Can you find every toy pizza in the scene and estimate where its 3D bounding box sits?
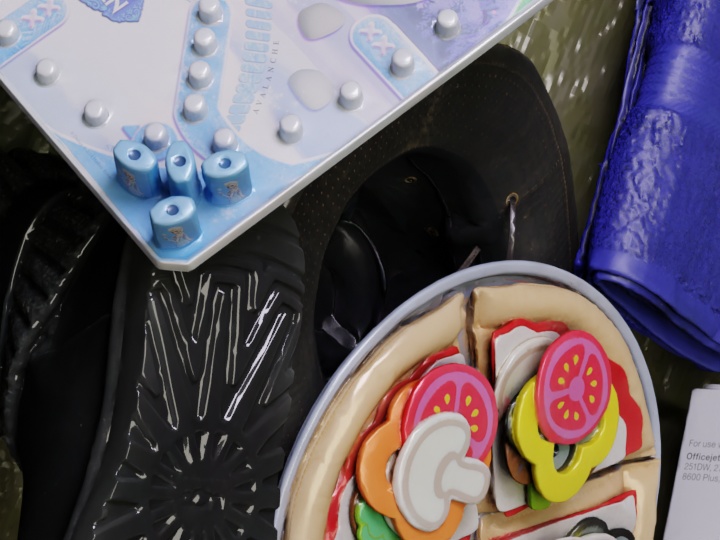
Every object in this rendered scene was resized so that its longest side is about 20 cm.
[{"bbox_3d":[0.047,0.096,0.930,0.200,0.032,0.201,-14,112,-39],"label":"toy pizza"}]

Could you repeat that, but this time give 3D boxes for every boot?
[{"bbox_3d":[-0.098,0.064,0.856,0.079,0.158,0.212,20,80,-39],"label":"boot"}]

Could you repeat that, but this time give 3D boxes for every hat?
[{"bbox_3d":[0.000,0.000,0.944,0.200,0.081,0.201,-26,128,-40],"label":"hat"}]

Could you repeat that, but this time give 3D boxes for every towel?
[{"bbox_3d":[0.149,-0.063,1.030,0.148,0.049,0.201,32,70,-47],"label":"towel"}]

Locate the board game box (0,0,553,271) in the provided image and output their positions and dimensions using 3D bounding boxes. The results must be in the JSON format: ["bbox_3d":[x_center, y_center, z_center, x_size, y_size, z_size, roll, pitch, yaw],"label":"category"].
[{"bbox_3d":[-0.043,-0.129,0.819,0.200,0.026,0.200,-37,69,-13],"label":"board game box"}]

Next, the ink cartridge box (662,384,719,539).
[{"bbox_3d":[0.185,0.161,1.034,0.144,0.084,0.201,27,70,-45],"label":"ink cartridge box"}]
